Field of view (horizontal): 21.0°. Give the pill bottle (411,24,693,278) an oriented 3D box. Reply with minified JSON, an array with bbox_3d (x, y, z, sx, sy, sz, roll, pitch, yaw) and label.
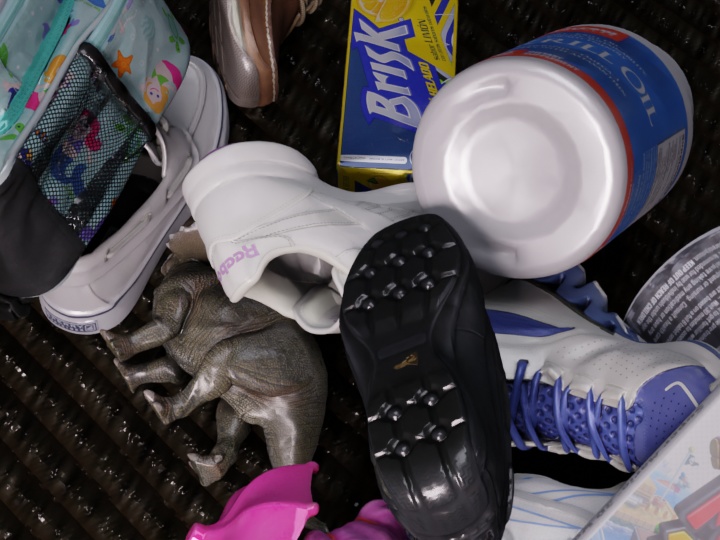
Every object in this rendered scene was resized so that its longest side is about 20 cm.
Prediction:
[{"bbox_3d":[0.112,-0.071,1.023,0.112,0.112,0.200,24,22,15],"label":"pill bottle"}]

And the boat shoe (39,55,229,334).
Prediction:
[{"bbox_3d":[-0.122,-0.057,1.069,0.073,0.065,0.200,11,51,6],"label":"boat shoe"}]

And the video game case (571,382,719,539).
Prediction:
[{"bbox_3d":[0.187,0.125,0.863,0.143,0.018,0.200,42,95,-7],"label":"video game case"}]

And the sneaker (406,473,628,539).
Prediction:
[{"bbox_3d":[0.056,0.138,0.931,0.199,0.075,0.087,-2,37,-7],"label":"sneaker"}]

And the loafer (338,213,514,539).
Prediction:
[{"bbox_3d":[0.032,0.051,0.883,0.068,0.070,0.201,-20,37,11],"label":"loafer"}]

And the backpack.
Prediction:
[{"bbox_3d":[-0.190,-0.097,0.985,0.177,0.151,0.200,3,46,33],"label":"backpack"}]

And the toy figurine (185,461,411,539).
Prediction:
[{"bbox_3d":[0.009,0.164,0.821,0.200,0.150,0.184,-18,75,-43],"label":"toy figurine"}]

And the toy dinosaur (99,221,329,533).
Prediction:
[{"bbox_3d":[-0.065,0.043,0.987,0.102,0.077,0.200,-35,56,-12],"label":"toy dinosaur"}]

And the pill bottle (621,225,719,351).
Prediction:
[{"bbox_3d":[0.225,0.077,0.955,0.106,0.106,0.200,-24,57,-20],"label":"pill bottle"}]

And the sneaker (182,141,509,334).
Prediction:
[{"bbox_3d":[0.000,0.000,0.998,0.200,0.075,0.100,11,47,-34],"label":"sneaker"}]

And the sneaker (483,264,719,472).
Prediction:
[{"bbox_3d":[0.094,0.065,0.948,0.115,0.081,0.199,-19,30,-23],"label":"sneaker"}]

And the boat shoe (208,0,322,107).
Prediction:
[{"bbox_3d":[-0.056,-0.181,1.169,0.072,0.076,0.200,-1,53,-7],"label":"boat shoe"}]

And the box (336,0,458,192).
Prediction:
[{"bbox_3d":[0.023,-0.110,1.116,0.064,0.070,0.200,2,51,2],"label":"box"}]
